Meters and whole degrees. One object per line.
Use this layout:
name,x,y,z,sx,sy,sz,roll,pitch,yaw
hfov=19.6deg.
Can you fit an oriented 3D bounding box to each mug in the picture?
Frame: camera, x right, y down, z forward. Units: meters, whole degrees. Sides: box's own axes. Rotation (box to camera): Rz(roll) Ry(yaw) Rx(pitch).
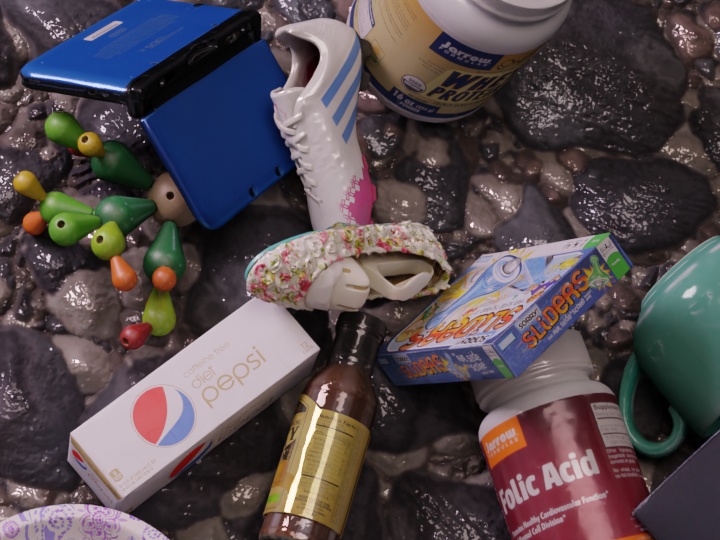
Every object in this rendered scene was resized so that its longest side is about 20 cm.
mug,0.282,0.051,1.669,0.185,0.152,0.114,-34,74,-21

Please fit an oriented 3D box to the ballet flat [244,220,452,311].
ballet flat,0.000,0.000,1.644,0.200,0.076,0.064,-12,47,-44

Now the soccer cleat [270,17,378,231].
soccer cleat,-0.038,-0.107,1.699,0.086,0.070,0.201,3,82,-37

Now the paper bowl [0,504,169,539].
paper bowl,-0.208,0.278,1.498,0.200,0.104,0.201,5,54,-7

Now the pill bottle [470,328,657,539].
pill bottle,0.158,0.154,1.623,0.114,0.114,0.200,-13,70,-15

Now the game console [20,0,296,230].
game console,-0.151,-0.131,1.693,0.170,0.119,0.200,11,28,23

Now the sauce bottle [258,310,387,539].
sauce bottle,-0.024,0.128,1.628,0.065,0.065,0.200,18,65,-2

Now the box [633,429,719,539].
box,0.346,0.193,1.588,0.200,0.123,0.198,48,32,11

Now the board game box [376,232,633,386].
board game box,0.107,0.033,1.620,0.135,0.200,0.034,-42,103,-23

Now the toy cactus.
toy cactus,-0.179,-0.040,1.671,0.165,0.102,0.200,-21,69,-37

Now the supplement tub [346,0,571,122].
supplement tub,0.086,-0.222,1.711,0.144,0.200,0.145,9,66,-20

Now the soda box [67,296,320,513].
soda box,-0.130,0.103,1.620,0.200,0.064,0.068,-37,78,-21
